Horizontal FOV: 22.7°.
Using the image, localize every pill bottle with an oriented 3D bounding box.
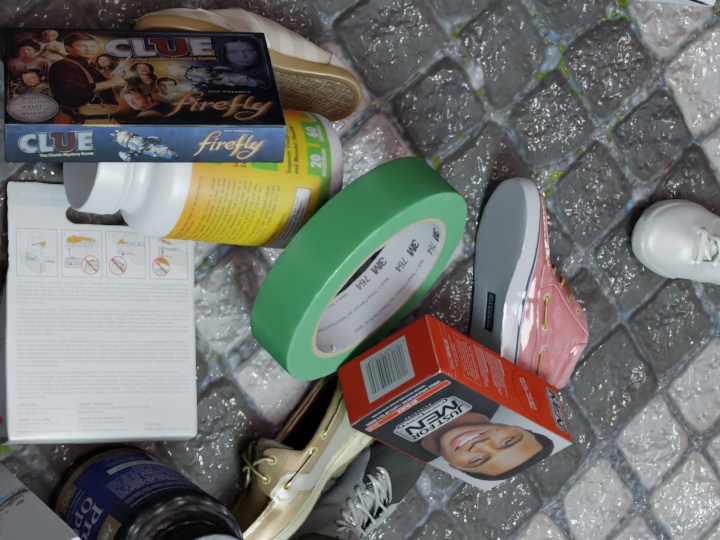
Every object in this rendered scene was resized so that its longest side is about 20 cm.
[{"bbox_3d":[-0.156,0.213,1.381,0.111,0.200,0.113,-6,103,-28],"label":"pill bottle"},{"bbox_3d":[-0.123,-0.078,1.393,0.199,0.111,0.112,5,97,-29],"label":"pill bottle"}]

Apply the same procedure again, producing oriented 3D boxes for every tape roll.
[{"bbox_3d":[0.000,0.000,1.446,0.200,0.048,0.201,-39,160,-18],"label":"tape roll"}]

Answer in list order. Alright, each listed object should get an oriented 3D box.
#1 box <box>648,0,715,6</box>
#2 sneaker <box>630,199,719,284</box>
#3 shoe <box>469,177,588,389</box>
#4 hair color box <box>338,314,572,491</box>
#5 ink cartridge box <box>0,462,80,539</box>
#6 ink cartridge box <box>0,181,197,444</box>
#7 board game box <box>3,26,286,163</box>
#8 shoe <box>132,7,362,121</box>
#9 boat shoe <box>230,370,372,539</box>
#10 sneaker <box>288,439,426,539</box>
[{"bbox_3d":[0.178,-0.290,1.485,0.199,0.176,0.097,13,93,-30],"label":"box"},{"bbox_3d":[0.349,-0.014,1.688,0.199,0.088,0.076,16,93,-31],"label":"sneaker"},{"bbox_3d":[0.155,0.015,1.598,0.091,0.071,0.201,-2,106,-31],"label":"shoe"},{"bbox_3d":[0.083,0.116,1.527,0.101,0.061,0.200,-33,141,26],"label":"hair color box"},{"bbox_3d":[-0.269,0.261,1.328,0.146,0.200,0.147,-33,114,-18],"label":"ink cartridge box"},{"bbox_3d":[-0.212,0.036,1.418,0.161,0.050,0.201,2,81,-29],"label":"ink cartridge box"},{"bbox_3d":[-0.162,-0.130,1.317,0.199,0.136,0.035,-1,127,-12],"label":"board game box"},{"bbox_3d":[-0.093,-0.170,1.433,0.199,0.054,0.070,15,132,-28],"label":"shoe"},{"bbox_3d":[-0.065,0.165,1.504,0.200,0.074,0.066,-49,116,-24],"label":"boat shoe"},{"bbox_3d":[0.001,0.217,1.520,0.200,0.115,0.075,-37,116,-18],"label":"sneaker"}]
